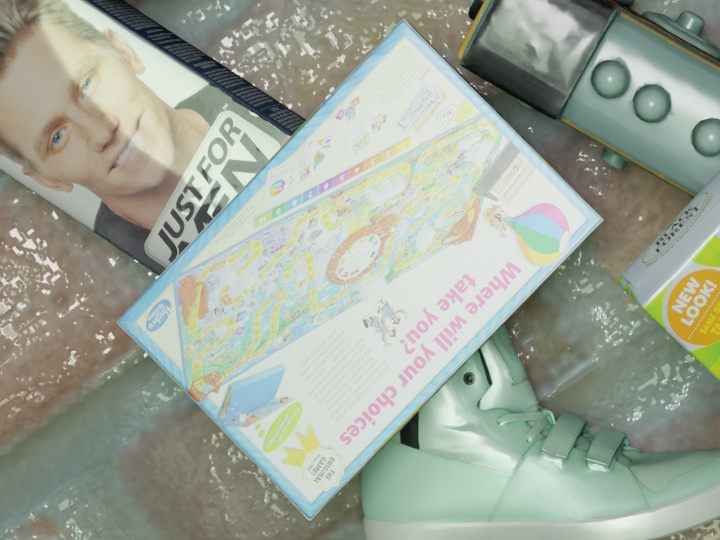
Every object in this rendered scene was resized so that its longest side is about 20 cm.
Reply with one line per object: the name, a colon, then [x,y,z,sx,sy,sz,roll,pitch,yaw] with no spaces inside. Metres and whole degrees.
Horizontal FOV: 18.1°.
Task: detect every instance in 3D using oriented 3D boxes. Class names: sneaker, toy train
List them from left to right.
sneaker: [0.094,0.073,1.113,0.198,0.074,0.119,-5,94,11]
toy train: [0.135,-0.083,1.060,0.199,0.114,0.086,32,104,5]

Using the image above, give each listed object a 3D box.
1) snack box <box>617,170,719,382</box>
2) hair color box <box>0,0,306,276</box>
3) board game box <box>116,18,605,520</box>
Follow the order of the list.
snack box: [0.232,-0.018,0.983,0.142,0.053,0.200,41,96,-14]
hair color box: [-0.104,-0.063,1.139,0.199,0.061,0.100,33,103,6]
board game box: [0.000,0.000,1.075,0.134,0.034,0.200,45,96,4]
